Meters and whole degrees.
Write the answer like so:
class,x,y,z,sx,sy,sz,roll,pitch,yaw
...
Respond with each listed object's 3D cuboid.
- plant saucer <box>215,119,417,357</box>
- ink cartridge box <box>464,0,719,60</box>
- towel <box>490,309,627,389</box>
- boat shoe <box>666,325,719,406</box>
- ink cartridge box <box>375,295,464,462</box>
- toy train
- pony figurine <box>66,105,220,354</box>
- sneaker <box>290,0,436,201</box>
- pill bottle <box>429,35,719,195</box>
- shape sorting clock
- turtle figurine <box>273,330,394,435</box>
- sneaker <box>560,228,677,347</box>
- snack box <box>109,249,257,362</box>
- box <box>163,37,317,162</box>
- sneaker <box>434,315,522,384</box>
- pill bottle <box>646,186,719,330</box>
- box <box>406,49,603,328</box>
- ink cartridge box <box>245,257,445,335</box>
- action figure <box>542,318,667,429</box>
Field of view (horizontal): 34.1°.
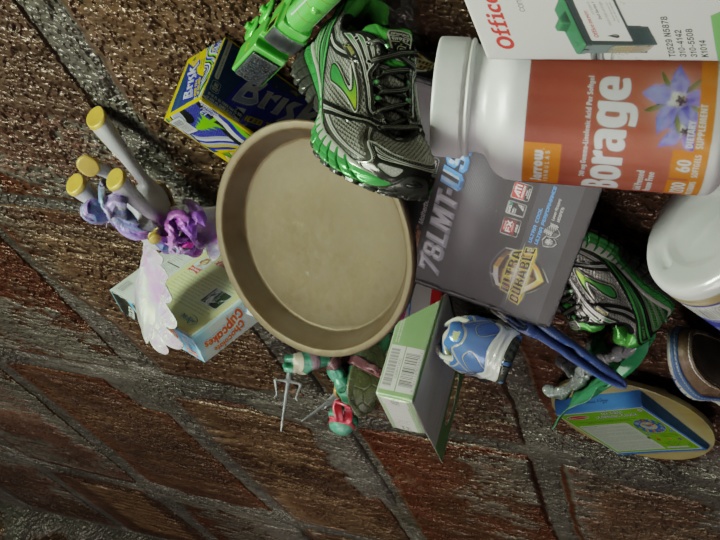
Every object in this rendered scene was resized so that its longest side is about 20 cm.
class,x,y,z,sx,sy,sz,roll,pitch,yaw
plant saucer,-0.035,-0.027,0.971,0.199,0.029,0.201,11,112,30
ink cartridge box,0.156,-0.199,0.696,0.199,0.085,0.146,4,152,26
towel,0.163,0.050,1.171,0.147,0.024,0.200,32,-177,-32
boat shoe,0.385,0.102,1.202,0.072,0.073,0.199,-14,151,41
ink cartridge box,0.075,0.116,1.334,0.048,0.146,0.200,9,155,16
toy train,-0.043,-0.195,0.870,0.042,0.057,0.200,28,154,-18
pony figurine,-0.198,-0.045,1.168,0.166,0.194,0.200,-37,136,10
sneaker,0.007,-0.124,0.818,0.078,0.201,0.085,12,128,-33
pill bottle,0.151,-0.114,0.816,0.199,0.113,0.112,5,154,9
shape sorting clock,0.329,0.177,1.421,0.199,0.039,0.200,16,156,7
turtle figurine,-0.011,0.110,1.307,0.100,0.201,0.150,14,158,26
sneaker,0.201,0.008,1.057,0.199,0.086,0.078,29,180,-20
snack box,-0.177,0.024,1.266,0.200,0.116,0.037,22,144,52
box,-0.069,-0.115,1.036,0.200,0.070,0.064,33,150,-31
sneaker,0.124,0.077,1.281,0.077,0.076,0.200,23,173,1
pill bottle,0.343,0.011,0.967,0.199,0.120,0.119,31,152,-28
box,0.091,-0.067,0.959,0.197,0.050,0.201,19,130,6
ink cartridge box,0.000,0.000,1.102,0.116,0.200,0.068,18,115,31
action figure,0.257,0.079,1.213,0.055,0.118,0.200,31,145,-5
